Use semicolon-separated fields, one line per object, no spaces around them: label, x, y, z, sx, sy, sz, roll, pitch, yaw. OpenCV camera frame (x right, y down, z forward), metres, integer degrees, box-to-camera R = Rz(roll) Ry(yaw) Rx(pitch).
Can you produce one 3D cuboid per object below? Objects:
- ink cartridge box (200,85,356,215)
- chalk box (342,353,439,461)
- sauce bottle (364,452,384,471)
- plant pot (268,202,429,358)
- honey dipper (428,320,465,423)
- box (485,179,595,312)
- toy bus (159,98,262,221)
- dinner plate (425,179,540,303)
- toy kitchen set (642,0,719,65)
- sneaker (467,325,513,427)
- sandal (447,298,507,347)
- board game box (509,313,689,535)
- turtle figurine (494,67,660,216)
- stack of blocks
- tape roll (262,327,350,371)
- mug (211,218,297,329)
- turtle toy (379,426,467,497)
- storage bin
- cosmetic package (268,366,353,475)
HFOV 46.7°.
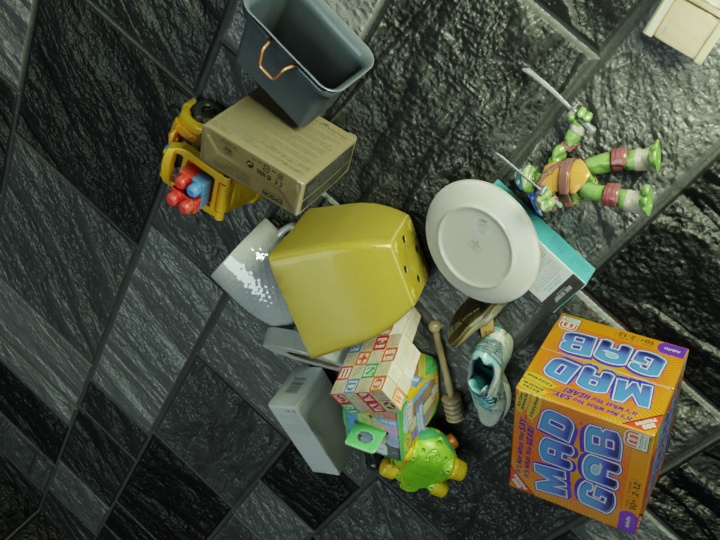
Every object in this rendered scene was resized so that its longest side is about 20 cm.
ink cartridge box;-0.132;-0.198;1.345;0.198;0.165;0.076;31;136;15
chalk box;0.045;0.245;1.494;0.123;0.200;0.125;14;127;27
sauce bottle;0.016;0.311;1.658;0.065;0.066;0.203;7;122;32
plant pot;0.000;0.000;1.379;0.197;0.196;0.196;-12;113;25
honey dipper;0.152;0.180;1.490;0.038;0.038;0.203;3;118;35
box;0.250;-0.037;1.257;0.200;0.049;0.082;43;136;3
toy bus;-0.280;-0.181;1.450;0.199;0.192;0.137;35;136;13
dinner plate;0.177;-0.038;1.254;0.198;0.024;0.203;20;125;31
toy kitchen set;0.343;-0.336;0.890;0.162;0.180;0.201;35;130;12
sneaker;0.209;0.194;1.420;0.077;0.086;0.203;14;127;29
sandal;0.207;0.071;1.355;0.054;0.081;0.200;32;133;-14
board game box;0.356;0.223;1.253;0.198;0.200;0.202;16;128;27
turtle figurine;0.286;-0.143;1.094;0.191;0.144;0.202;8;127;27
stack of blocks;0.040;0.142;1.423;0.114;0.202;0.059;-12;132;39
tape roll;-0.084;0.150;1.554;0.200;0.038;0.203;16;168;3
mug;-0.144;0.000;1.523;0.175;0.148;0.200;44;105;-6
turtle toy;0.113;0.360;1.593;0.144;0.102;0.201;22;137;-9
storage bin;-0.103;-0.319;1.271;0.200;0.146;0.134;45;145;2
cosmetic package;-0.087;0.302;1.674;0.080;0.113;0.202;-2;127;37
